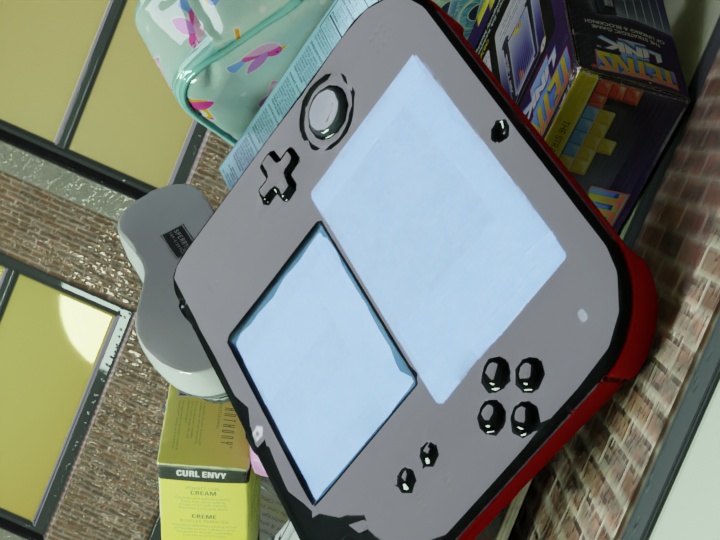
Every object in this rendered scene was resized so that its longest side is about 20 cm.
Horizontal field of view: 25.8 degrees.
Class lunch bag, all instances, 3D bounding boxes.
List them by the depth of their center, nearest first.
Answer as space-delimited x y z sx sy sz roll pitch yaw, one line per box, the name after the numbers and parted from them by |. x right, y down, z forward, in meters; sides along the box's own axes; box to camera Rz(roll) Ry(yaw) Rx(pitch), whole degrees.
-0.013 -0.151 0.893 0.199 0.078 0.160 -34 -26 9 | lunch bag

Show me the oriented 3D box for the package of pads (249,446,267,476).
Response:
0.000 0.000 0.753 0.201 0.075 0.121 114 158 -44 | package of pads

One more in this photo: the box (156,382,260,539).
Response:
-0.081 0.144 0.865 0.076 0.049 0.201 -87 0 -46 | box

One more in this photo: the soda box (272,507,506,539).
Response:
-0.006 0.142 0.698 0.200 0.063 0.069 -53 20 45 | soda box

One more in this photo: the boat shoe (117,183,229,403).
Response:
-0.078 0.017 0.792 0.200 0.068 0.057 -121 9 -61 | boat shoe

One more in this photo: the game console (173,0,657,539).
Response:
0.010 0.009 0.604 0.177 0.031 0.201 -48 49 20 | game console

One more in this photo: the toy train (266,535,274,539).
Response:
-0.023 0.203 0.986 0.114 0.085 0.201 -56 7 32 | toy train

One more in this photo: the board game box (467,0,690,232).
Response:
0.081 -0.060 0.759 0.166 0.056 0.201 -92 20 -47 | board game box

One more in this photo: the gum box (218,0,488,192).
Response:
0.039 -0.106 0.883 0.200 0.169 0.045 -50 56 38 | gum box

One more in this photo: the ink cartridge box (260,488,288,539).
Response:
-0.068 0.209 1.221 0.201 0.144 0.084 -68 1 -52 | ink cartridge box

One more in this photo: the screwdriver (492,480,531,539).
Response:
0.055 0.097 0.579 0.029 0.028 0.202 43 112 56 | screwdriver

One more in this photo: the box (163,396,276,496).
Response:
-0.047 0.065 0.990 0.133 0.114 0.200 -55 2 -9 | box
